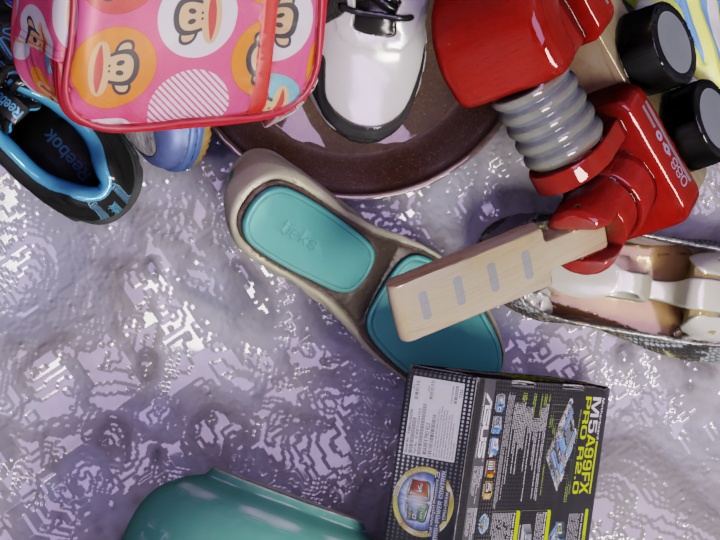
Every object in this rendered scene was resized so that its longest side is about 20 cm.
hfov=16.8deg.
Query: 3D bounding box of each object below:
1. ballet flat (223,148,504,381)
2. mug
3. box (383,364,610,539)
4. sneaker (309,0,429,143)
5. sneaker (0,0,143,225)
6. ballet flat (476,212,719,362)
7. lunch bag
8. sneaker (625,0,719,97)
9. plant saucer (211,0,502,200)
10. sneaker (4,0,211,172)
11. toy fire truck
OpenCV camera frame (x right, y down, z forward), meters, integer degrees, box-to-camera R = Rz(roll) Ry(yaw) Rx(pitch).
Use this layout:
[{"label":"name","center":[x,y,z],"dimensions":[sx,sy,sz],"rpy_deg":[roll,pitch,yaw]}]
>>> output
[{"label":"ballet flat","center":[0.000,0.000,1.333],"dimensions":[0.200,0.069,0.070],"rpy_deg":[40,87,-29]},{"label":"mug","center":[-0.052,0.175,1.305],"dimensions":[0.152,0.185,0.115],"rpy_deg":[18,86,19]},{"label":"box","center":[0.068,0.154,1.301],"dimensions":[0.044,0.160,0.201],"rpy_deg":[8,90,31]},{"label":"sneaker","center":[0.007,-0.168,1.296],"dimensions":[0.074,0.080,0.201],"rpy_deg":[4,92,-7]},{"label":"sneaker","center":[-0.195,-0.106,1.312],"dimensions":[0.200,0.082,0.073],"rpy_deg":[42,90,-2]},{"label":"ballet flat","center":[0.163,0.012,1.351],"dimensions":[0.200,0.072,0.072],"rpy_deg":[10,90,-5]},{"label":"lunch bag","center":[-0.081,-0.172,1.225],"dimensions":[0.176,0.082,0.200],"rpy_deg":[-6,113,-29]},{"label":"sneaker","center":[0.186,-0.174,1.348],"dimensions":[0.105,0.076,0.200],"rpy_deg":[-33,92,-4]},{"label":"plant saucer","center":[-0.004,-0.139,1.351],"dimensions":[0.200,0.037,0.201],"rpy_deg":[0,91,-5]},{"label":"sneaker","center":[-0.150,-0.139,1.306],"dimensions":[0.088,0.075,0.200],"rpy_deg":[-20,83,-39]},{"label":"toy fire truck","center":[0.084,-0.068,1.252],"dimensions":[0.128,0.200,0.176],"rpy_deg":[-17,115,34]}]
